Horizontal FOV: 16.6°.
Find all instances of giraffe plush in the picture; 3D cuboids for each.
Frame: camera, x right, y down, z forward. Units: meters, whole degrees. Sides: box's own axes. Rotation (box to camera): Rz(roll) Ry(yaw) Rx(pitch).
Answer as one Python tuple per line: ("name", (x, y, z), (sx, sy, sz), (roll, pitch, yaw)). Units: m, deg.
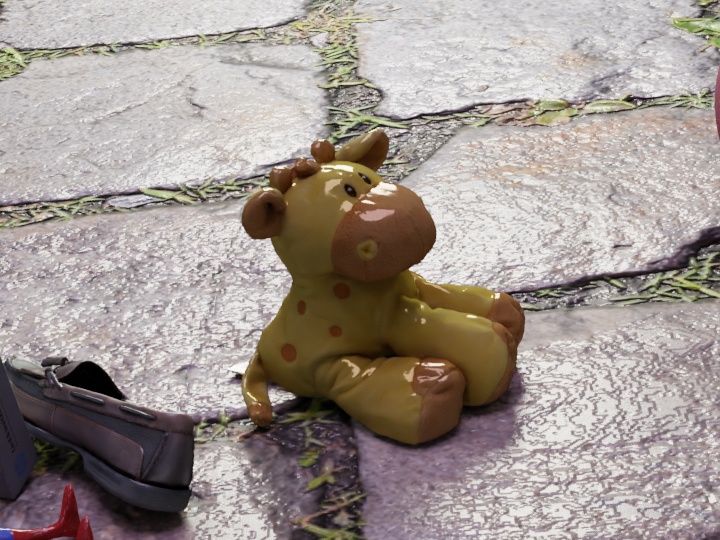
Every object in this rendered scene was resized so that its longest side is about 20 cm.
("giraffe plush", (0.000, 0.000, 1.589), (0.200, 0.162, 0.173), (1, 26, 13))

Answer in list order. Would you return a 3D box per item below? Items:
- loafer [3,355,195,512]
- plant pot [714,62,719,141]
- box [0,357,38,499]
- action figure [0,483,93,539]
("loafer", (-0.161, 0.086, 1.540), (0.072, 0.063, 0.200), (8, 14, -41))
("plant pot", (0.345, -0.127, 1.786), (0.200, 0.200, 0.179), (-6, 9, -2))
("box", (-0.313, 0.064, 1.521), (0.200, 0.156, 0.041), (6, 43, 21))
("action figure", (-0.260, 0.146, 1.414), (0.200, 0.099, 0.065), (-15, 25, -15))
